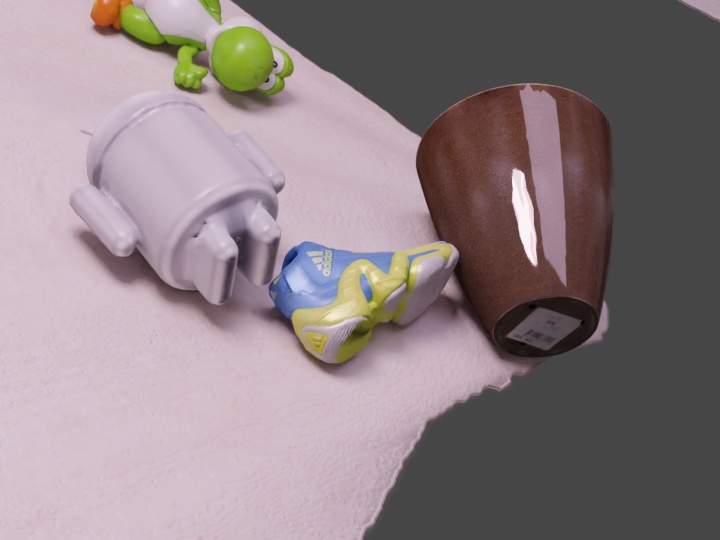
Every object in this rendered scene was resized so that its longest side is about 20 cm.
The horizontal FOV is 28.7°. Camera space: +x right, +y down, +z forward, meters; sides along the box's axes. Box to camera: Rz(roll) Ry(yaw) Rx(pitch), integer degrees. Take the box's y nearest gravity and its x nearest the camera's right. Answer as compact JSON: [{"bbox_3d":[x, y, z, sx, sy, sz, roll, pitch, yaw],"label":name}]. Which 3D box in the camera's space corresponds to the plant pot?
[{"bbox_3d":[0.151,-0.030,1.264,0.186,0.187,0.201,13,50,-23],"label":"plant pot"}]

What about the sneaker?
[{"bbox_3d":[0.000,0.000,1.175,0.105,0.076,0.200,39,34,17],"label":"sneaker"}]

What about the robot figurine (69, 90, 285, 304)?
[{"bbox_3d":[-0.143,-0.065,1.118,0.169,0.113,0.200,-21,56,-33],"label":"robot figurine"}]

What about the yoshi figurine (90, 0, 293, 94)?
[{"bbox_3d":[-0.157,-0.236,1.367,0.199,0.113,0.112,29,48,-4],"label":"yoshi figurine"}]
